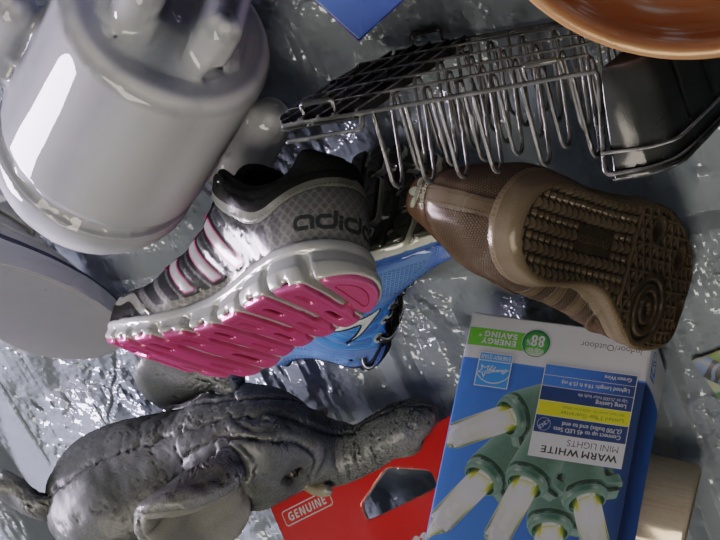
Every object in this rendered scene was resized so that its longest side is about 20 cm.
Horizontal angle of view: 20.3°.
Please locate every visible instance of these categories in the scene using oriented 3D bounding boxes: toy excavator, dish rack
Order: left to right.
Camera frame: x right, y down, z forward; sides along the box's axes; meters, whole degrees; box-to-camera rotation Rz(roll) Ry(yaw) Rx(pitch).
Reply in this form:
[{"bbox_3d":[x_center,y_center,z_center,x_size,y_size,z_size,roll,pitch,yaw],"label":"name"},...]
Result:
[{"bbox_3d":[0.068,-0.080,0.917,0.198,0.153,0.055,-6,106,28],"label":"dish rack"},{"bbox_3d":[0.160,0.211,1.176,0.099,0.202,0.194,11,174,13],"label":"toy excavator"}]

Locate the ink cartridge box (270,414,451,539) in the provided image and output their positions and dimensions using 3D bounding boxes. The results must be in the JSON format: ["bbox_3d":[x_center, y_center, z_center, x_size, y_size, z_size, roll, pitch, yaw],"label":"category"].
[{"bbox_3d":[0.037,0.188,1.153,0.199,0.045,0.177,-30,82,36],"label":"ink cartridge box"}]

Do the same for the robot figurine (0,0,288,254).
[{"bbox_3d":[-0.118,-0.085,1.014,0.169,0.114,0.200,26,135,-12],"label":"robot figurine"}]

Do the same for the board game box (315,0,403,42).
[{"bbox_3d":[-0.028,-0.216,0.907,0.200,0.045,0.134,41,133,-14],"label":"board game box"}]

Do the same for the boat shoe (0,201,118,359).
[{"bbox_3d":[-0.217,-0.013,1.155,0.199,0.066,0.072,26,135,-30],"label":"boat shoe"}]

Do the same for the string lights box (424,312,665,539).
[{"bbox_3d":[0.092,0.131,1.052,0.102,0.202,0.059,6,159,17],"label":"string lights box"}]

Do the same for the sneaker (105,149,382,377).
[{"bbox_3d":[-0.058,-0.005,1.011,0.073,0.088,0.199,19,154,-32],"label":"sneaker"}]

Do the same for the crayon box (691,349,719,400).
[{"bbox_3d":[0.279,0.076,1.028,0.199,0.052,0.126,-23,117,37],"label":"crayon box"}]

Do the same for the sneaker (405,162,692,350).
[{"bbox_3d":[0.097,-0.015,0.981,0.075,0.071,0.200,18,175,34],"label":"sneaker"}]

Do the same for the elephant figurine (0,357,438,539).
[{"bbox_3d":[-0.084,0.106,1.161,0.142,0.155,0.200,53,132,8],"label":"elephant figurine"}]

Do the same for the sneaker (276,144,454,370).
[{"bbox_3d":[0.000,0.000,1.077,0.089,0.079,0.199,38,141,-26],"label":"sneaker"}]

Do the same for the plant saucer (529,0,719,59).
[{"bbox_3d":[0.134,-0.186,0.811,0.198,0.037,0.202,1,94,15],"label":"plant saucer"}]
